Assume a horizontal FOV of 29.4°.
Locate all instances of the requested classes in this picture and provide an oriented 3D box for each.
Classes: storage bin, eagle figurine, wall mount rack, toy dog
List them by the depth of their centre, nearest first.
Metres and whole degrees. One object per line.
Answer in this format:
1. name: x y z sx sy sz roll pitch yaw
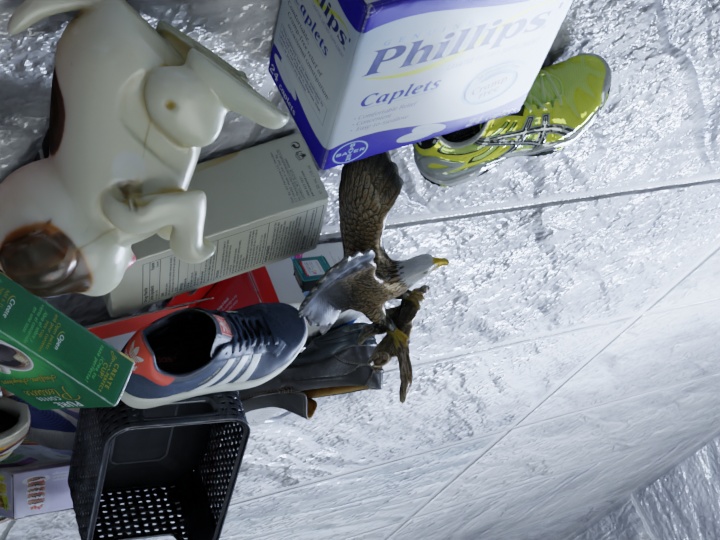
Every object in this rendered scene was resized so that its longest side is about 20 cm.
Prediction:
1. toy dog: -0.171 -0.070 0.919 0.193 0.139 0.201 28 98 -38
2. eagle figurine: 0.006 -0.004 1.257 0.150 0.152 0.200 -38 135 0
3. storage bin: -0.193 0.175 1.287 0.134 0.094 0.201 -2 133 -23
4. wall mount rack: -0.162 0.149 1.587 0.174 0.075 0.199 -41 154 25

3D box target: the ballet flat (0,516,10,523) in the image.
1. ballet flat: -0.365 0.242 1.594 0.198 0.069 0.067 -16 176 -11

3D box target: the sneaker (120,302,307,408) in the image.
1. sneaker: -0.121 0.061 1.212 0.199 0.075 0.085 -20 156 -36

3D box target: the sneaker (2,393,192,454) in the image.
1. sneaker: -0.263 0.121 1.396 0.197 0.116 0.081 14 140 -14

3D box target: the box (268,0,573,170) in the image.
1. box: 0.045 -0.187 1.005 0.182 0.106 0.200 -18 157 -20

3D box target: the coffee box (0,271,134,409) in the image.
1. coffee box: -0.286 0.043 1.061 0.122 0.044 0.200 -10 140 47

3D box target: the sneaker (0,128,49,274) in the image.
1. sneaker: -0.218 -0.045 1.079 0.115 0.076 0.200 -3 148 -50

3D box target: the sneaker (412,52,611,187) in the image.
1. sneaker: 0.140 -0.141 1.256 0.199 0.076 0.076 -28 159 2

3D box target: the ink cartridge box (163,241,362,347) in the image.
1. ink cartridge box: -0.089 0.032 1.399 0.199 0.068 0.116 -7 153 -40

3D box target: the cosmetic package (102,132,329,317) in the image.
1. cosmetic package: -0.134 -0.039 1.183 0.198 0.072 0.105 -18 159 -19

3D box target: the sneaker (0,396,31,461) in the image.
1. sneaker: -0.403 0.139 1.257 0.198 0.076 0.090 -1 157 -31

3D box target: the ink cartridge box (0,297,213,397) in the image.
1. ink cartridge box: -0.234 0.072 1.262 0.161 0.051 0.199 -14 -179 -29

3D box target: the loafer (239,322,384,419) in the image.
1. loafer: -0.068 0.124 1.450 0.199 0.073 0.073 -25 164 16

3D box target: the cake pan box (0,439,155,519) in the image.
1. cake pan box: -0.326 0.211 1.442 0.199 0.053 0.183 -2 -174 -43
